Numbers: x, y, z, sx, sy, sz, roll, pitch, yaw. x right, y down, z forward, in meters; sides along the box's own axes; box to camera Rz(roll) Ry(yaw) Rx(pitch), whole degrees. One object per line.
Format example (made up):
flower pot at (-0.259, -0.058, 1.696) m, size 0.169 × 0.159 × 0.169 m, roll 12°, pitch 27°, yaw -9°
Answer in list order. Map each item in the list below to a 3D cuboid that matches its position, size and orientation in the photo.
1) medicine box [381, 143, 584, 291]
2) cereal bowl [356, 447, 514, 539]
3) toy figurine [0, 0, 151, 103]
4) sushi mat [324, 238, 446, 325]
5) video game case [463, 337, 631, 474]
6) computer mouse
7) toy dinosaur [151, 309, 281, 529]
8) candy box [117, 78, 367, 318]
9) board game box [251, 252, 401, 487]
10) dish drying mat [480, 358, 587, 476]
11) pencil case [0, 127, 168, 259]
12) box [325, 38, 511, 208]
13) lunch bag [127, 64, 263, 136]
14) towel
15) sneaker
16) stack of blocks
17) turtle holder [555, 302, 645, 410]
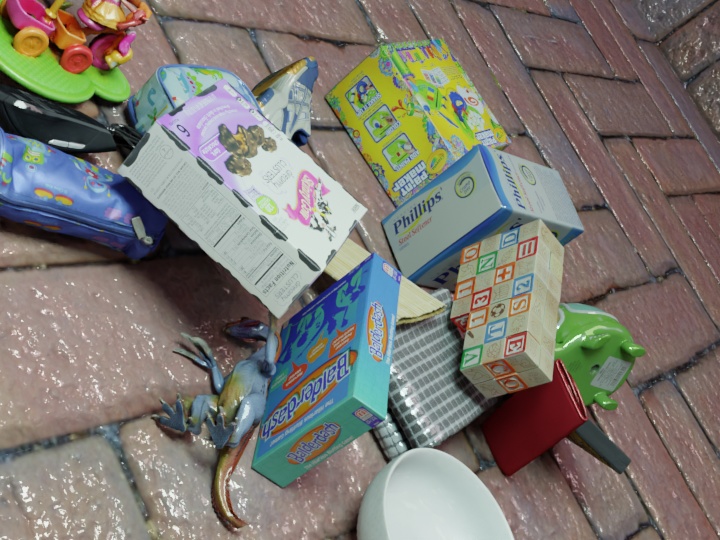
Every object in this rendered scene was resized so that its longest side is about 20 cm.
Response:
medicine box at (0.164, -0.060, 1.440) m, size 0.199 × 0.182 × 0.104 m, roll 9°, pitch 52°, yaw -48°
cereal bowl at (0.068, 0.285, 1.083) m, size 0.199 × 0.083 × 0.201 m, roll 33°, pitch 37°, yaw -30°
toy figurine at (-0.261, -0.278, 1.080) m, size 0.199 × 0.184 × 0.151 m, roll 16°, pitch 37°, yaw -50°
sushi mat at (0.000, 0.000, 1.239) m, size 0.199 × 0.012 × 0.095 m, roll 35°, pitch 27°, yaw 28°
video game case at (0.233, 0.163, 1.370) m, size 0.200 × 0.026 × 0.181 m, roll 43°, pitch -4°, yaw -16°
computer mouse at (-0.264, -0.120, 1.039) m, size 0.140 × 0.046 × 0.199 m, roll 32°, pitch 11°, yaw 35°
toy dinosaur at (-0.123, 0.116, 1.041) m, size 0.181 × 0.104 × 0.202 m, roll -27°, pitch 115°, yaw -67°
candy box at (-0.105, -0.074, 1.028) m, size 0.200 × 0.072 × 0.168 m, roll 42°, pitch 27°, yaw -5°
board game box at (-0.031, 0.096, 1.071) m, size 0.045 × 0.152 × 0.201 m, roll 36°, pitch 35°, yaw -23°
dish drying mat at (0.201, 0.176, 1.261) m, size 0.018 × 0.200 × 0.077 m, roll -10°, pitch 66°, yaw -26°
pencil case at (-0.266, -0.067, 0.988) m, size 0.199 × 0.078 × 0.087 m, roll 20°, pitch 18°, yaw -40°
box at (0.087, -0.216, 1.546) m, size 0.193 × 0.122 × 0.200 m, roll 57°, pitch 32°, yaw 6°
lunch bag at (-0.154, -0.126, 1.188) m, size 0.160 × 0.082 × 0.201 m, roll -13°, pitch 70°, yaw -55°
towel at (0.070, 0.116, 1.244) m, size 0.166 × 0.085 × 0.200 m, roll 58°, pitch 32°, yaw 7°
sneaker at (-0.096, -0.199, 1.357) m, size 0.088 × 0.075 × 0.200 m, roll 55°, pitch 37°, yaw -18°
stack of blocks at (0.168, 0.047, 1.255) m, size 0.059 × 0.115 × 0.201 m, roll 44°, pitch 41°, yaw -31°
turtle holder at (0.285, 0.114, 1.499) m, size 0.184 × 0.142 × 0.132 m, roll -11°, pitch 35°, yaw -20°
